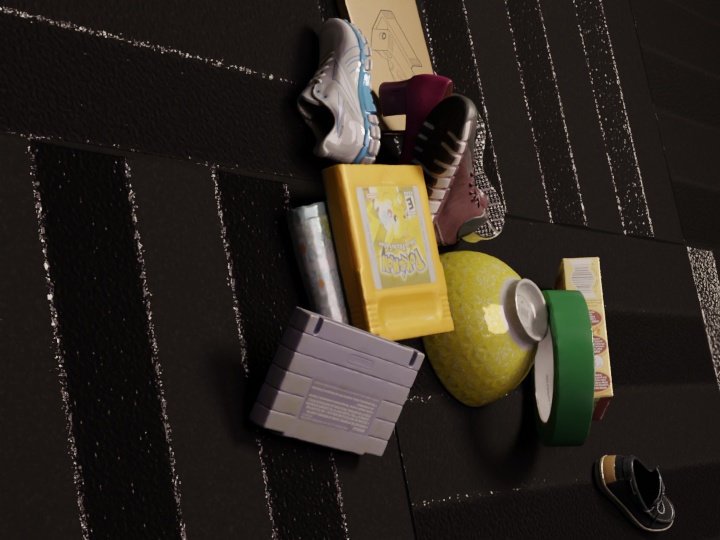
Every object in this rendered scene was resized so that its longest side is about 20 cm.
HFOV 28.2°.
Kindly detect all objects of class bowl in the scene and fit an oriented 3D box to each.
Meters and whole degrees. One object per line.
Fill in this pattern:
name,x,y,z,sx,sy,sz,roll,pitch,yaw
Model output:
bowl,0.170,0.062,1.786,0.200,0.108,0.201,29,53,-47

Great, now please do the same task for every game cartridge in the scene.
game cartridge,0.035,-0.020,1.616,0.176,0.032,0.200,-6,82,-56
game cartridge,-0.023,0.121,1.494,0.200,0.038,0.130,23,95,-49

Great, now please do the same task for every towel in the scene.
towel,0.000,0.000,1.625,0.200,0.048,0.172,-14,87,-56

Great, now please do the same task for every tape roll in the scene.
tape roll,0.256,0.125,1.833,0.200,0.048,0.201,180,-90,-87

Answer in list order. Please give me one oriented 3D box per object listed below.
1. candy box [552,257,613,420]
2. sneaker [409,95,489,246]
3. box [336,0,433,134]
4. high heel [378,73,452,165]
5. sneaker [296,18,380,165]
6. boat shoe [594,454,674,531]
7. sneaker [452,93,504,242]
candy box,0.303,0.095,1.962,0.115,0.055,0.200,87,1,-68
sneaker,0.119,-0.116,1.734,0.115,0.200,0.076,2,31,-38
box,0.039,-0.270,1.827,0.163,0.021,0.200,-8,83,-55
high heel,0.091,-0.146,1.757,0.067,0.096,0.200,-54,132,-40
sneaker,-0.034,-0.212,1.657,0.087,0.075,0.200,7,59,-30
boat shoe,0.407,0.319,2.052,0.200,0.062,0.075,41,43,-40
sneaker,0.123,-0.129,1.842,0.074,0.080,0.200,-7,80,-23
